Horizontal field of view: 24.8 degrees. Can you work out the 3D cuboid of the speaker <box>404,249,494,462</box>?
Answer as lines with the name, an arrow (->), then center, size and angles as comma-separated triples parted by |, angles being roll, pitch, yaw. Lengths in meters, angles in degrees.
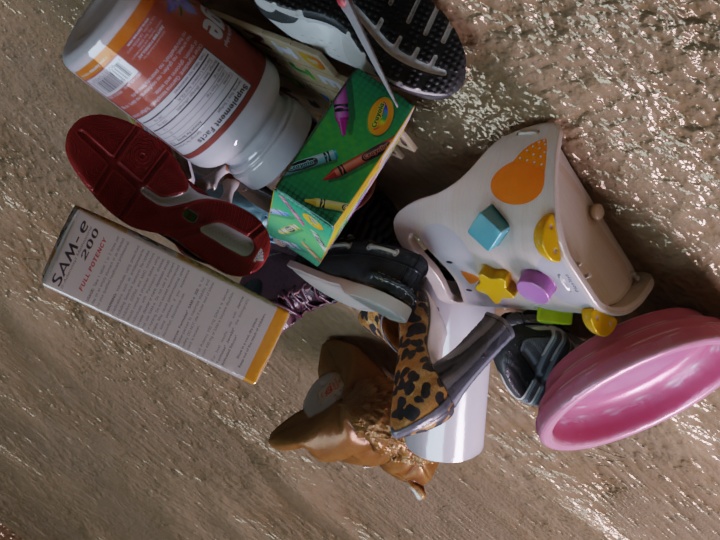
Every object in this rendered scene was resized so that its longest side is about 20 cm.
speaker -> 0.086, 0.082, 1.572 | 0.081, 0.081, 0.200 | 16, 118, 28

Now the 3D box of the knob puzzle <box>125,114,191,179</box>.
knob puzzle -> -0.210, -0.160, 1.506 | 0.220, 0.030, 0.220 | 59, 164, 28

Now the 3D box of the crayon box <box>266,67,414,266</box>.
crayon box -> -0.020, -0.080, 1.352 | 0.058, 0.119, 0.200 | 33, 170, 0

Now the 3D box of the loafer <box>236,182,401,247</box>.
loafer -> -0.044, -0.068, 1.578 | 0.200, 0.073, 0.071 | 33, 164, 7

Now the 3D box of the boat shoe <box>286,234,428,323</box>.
boat shoe -> 0.000, 0.000, 1.481 | 0.076, 0.060, 0.200 | 33, 173, -32

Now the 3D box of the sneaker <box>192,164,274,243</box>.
sneaker -> -0.127, -0.048, 1.667 | 0.200, 0.082, 0.074 | 19, 152, 23

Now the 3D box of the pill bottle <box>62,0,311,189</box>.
pill bottle -> -0.142, -0.160, 1.378 | 0.200, 0.112, 0.112 | 37, 153, -23

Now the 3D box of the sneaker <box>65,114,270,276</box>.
sneaker -> -0.180, -0.057, 1.433 | 0.200, 0.078, 0.115 | 39, 165, -13

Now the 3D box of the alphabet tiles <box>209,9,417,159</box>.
alphabet tiles -> -0.045, -0.160, 1.414 | 0.200, 0.006, 0.166 | 26, 167, 36

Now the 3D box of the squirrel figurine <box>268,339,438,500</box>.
squirrel figurine -> 0.036, 0.184, 1.840 | 0.187, 0.142, 0.200 | 40, 155, -30

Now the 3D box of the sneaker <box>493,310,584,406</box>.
sneaker -> 0.155, 0.074, 1.538 | 0.115, 0.075, 0.200 | 35, -172, 38

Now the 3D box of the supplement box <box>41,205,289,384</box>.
supplement box -> -0.171, 0.019, 1.413 | 0.200, 0.074, 0.126 | 26, 178, -12

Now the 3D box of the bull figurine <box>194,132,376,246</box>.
bull figurine -> -0.086, -0.100, 1.509 | 0.200, 0.122, 0.065 | 24, 156, 2

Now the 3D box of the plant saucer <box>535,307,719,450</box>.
plant saucer -> 0.244, 0.093, 1.457 | 0.201, 0.200, 0.051 | 101, 150, -62

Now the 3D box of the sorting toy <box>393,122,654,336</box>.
sorting toy -> 0.126, -0.014, 1.416 | 0.180, 0.107, 0.200 | -6, 136, 37

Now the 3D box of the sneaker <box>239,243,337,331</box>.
sneaker -> -0.048, 0.033, 1.686 | 0.200, 0.116, 0.076 | 9, 146, 37

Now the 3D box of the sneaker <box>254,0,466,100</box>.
sneaker -> -0.002, -0.199, 1.319 | 0.200, 0.074, 0.080 | 32, 169, 6

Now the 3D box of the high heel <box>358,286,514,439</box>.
high heel -> 0.027, 0.082, 1.456 | 0.200, 0.143, 0.071 | 9, 137, 52

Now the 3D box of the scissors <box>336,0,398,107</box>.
scissors -> -0.017, -0.219, 1.244 | 0.200, 0.014, 0.073 | 59, 154, 10

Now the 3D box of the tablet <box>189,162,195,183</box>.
tablet -> -0.187, -0.142, 1.573 | 0.200, 0.014, 0.130 | 82, 163, -57
